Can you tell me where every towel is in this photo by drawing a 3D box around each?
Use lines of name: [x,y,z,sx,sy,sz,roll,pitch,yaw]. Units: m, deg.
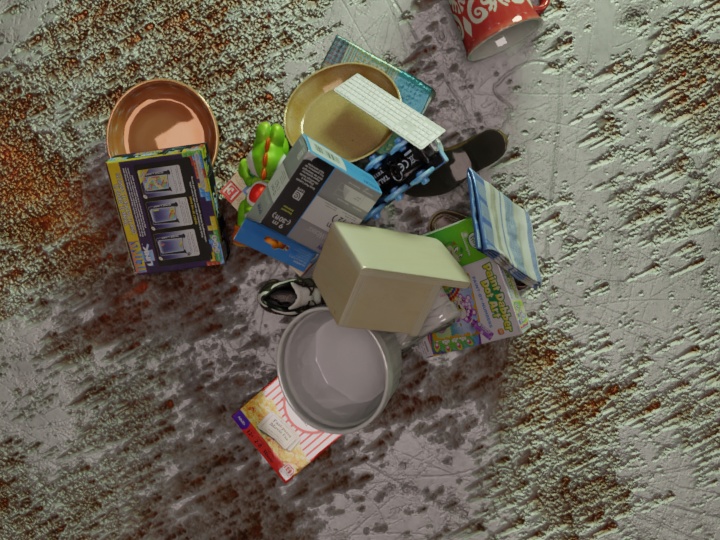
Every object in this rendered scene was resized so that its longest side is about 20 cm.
towel: [0.012,-0.291,1.315,0.198,0.022,0.148,29,93,2]
towel: [0.231,-0.064,1.223,0.024,0.199,0.150,-21,60,31]

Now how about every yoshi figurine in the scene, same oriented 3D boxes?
yoshi figurine: [-0.151,-0.140,1.247,0.111,0.112,0.204,-2,111,-36]

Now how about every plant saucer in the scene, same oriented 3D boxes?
plant saucer: [-0.027,-0.250,1.259,0.196,0.036,0.204,-5,64,10]
plant saucer: [-0.338,-0.225,1.326,0.196,0.037,0.205,0,94,3]

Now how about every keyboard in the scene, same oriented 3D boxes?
keyboard: [0.043,-0.251,1.206,0.056,0.011,0.199,-35,58,-27]

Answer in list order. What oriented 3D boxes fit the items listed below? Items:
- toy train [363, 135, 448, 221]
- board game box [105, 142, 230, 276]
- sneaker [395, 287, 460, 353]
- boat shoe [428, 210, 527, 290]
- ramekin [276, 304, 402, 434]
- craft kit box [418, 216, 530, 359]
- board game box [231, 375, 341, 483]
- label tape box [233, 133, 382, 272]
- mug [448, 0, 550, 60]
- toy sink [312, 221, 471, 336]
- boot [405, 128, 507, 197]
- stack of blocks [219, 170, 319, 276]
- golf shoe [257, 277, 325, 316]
toy train: [0.054,-0.157,1.247,0.199,0.114,0.087,-35,93,30]
board game box: [-0.320,-0.102,1.294,0.162,0.057,0.204,-6,113,4]
sneaker: [0.074,0.078,1.278,0.199,0.077,0.101,-33,73,31]
boat shoe: [0.202,-0.032,1.295,0.199,0.072,0.072,39,94,0]
ramekin: [-0.026,0.149,1.229,0.197,0.105,0.204,4,99,25]
craft kit box: [0.157,0.028,1.269,0.195,0.048,0.203,-20,92,33]
board game box: [-0.101,0.244,1.338,0.199,0.046,0.152,-41,91,4]
label tape box: [-0.082,-0.084,1.174,0.142,0.066,0.201,26,111,-31]
mug: [0.206,-0.469,1.261,0.132,0.176,0.203,-25,88,40]
toy sink: [0.045,0.018,1.173,0.197,0.131,0.113,7,121,-30]
boot: [0.158,-0.180,1.297,0.197,0.075,0.075,-21,99,22]
stack of blocks: [-0.129,-0.104,1.312,0.115,0.059,0.200,-45,91,4]
golf shoe: [-0.079,0.048,1.303,0.196,0.094,0.079,-6,92,1]
